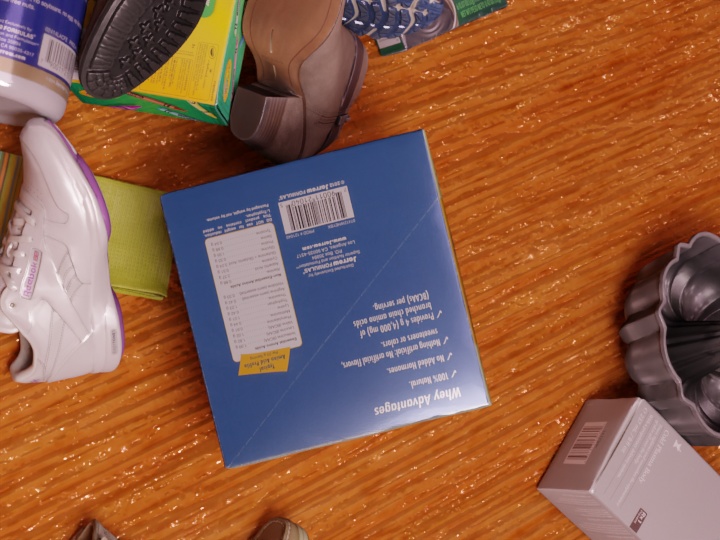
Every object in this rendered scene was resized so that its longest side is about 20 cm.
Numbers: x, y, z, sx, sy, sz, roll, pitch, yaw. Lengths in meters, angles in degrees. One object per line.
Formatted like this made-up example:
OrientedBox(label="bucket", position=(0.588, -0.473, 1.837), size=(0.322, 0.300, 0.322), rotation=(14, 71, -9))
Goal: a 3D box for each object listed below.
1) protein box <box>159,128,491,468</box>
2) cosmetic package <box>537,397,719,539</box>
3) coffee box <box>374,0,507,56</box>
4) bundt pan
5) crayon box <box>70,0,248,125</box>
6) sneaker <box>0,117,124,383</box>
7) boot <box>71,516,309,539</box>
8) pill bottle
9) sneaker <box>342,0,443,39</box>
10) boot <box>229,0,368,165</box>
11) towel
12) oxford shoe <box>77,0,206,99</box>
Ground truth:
OrientedBox(label="protein box", position=(-0.023, 0.021, 1.136), size=(0.197, 0.135, 0.202), rotation=(-14, 89, 2))
OrientedBox(label="cosmetic package", position=(0.267, 0.215, 1.385), size=(0.200, 0.090, 0.107), rotation=(40, 66, -19))
OrientedBox(label="coffee box", position=(0.037, -0.295, 1.294), size=(0.122, 0.044, 0.201), rotation=(-26, 101, -29))
OrientedBox(label="bundt pan", position=(0.314, 0.071, 1.408), size=(0.201, 0.076, 0.203), rotation=(15, 66, -36))
OrientedBox(label="crayon box", position=(-0.140, -0.219, 1.145), size=(0.118, 0.058, 0.202), rotation=(10, 82, 7))
OrientedBox(label="sneaker", position=(-0.225, -0.007, 1.083), size=(0.099, 0.075, 0.201), rotation=(-15, 116, -21))
OrientedBox(label="boot", position=(-0.142, 0.234, 1.152), size=(0.155, 0.072, 0.200), rotation=(46, 67, -18))
OrientedBox(label="pill bottle", position=(-0.246, -0.212, 1.082), size=(0.115, 0.115, 0.202), rotation=(15, 80, -29))
OrientedBox(label="sneaker", position=(-0.024, -0.251, 1.222), size=(0.199, 0.077, 0.086), rotation=(15, 67, -12))
OrientedBox(label="boot", position=(-0.033, -0.173, 1.182), size=(0.201, 0.070, 0.146), rotation=(-63, 161, 18))
OrientedBox(label="towel", position=(-0.229, -0.037, 1.141), size=(0.199, 0.018, 0.087), rotation=(13, 82, -30))
OrientedBox(label="oxford shoe", position=(-0.151, -0.217, 1.090), size=(0.073, 0.084, 0.201), rotation=(26, 94, -50))
